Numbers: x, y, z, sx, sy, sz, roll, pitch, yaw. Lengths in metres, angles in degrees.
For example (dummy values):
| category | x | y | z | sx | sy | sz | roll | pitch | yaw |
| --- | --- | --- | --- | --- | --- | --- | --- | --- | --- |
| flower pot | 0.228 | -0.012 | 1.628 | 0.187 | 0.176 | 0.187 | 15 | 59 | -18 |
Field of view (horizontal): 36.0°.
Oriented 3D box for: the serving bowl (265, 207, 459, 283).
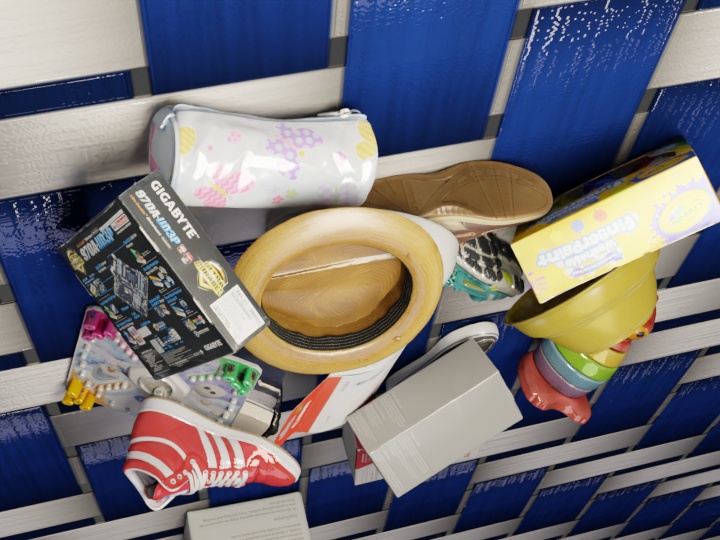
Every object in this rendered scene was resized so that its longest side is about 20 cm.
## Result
| category | x | y | z | sx | sy | sz | roll | pitch | yaw |
| --- | --- | --- | --- | --- | --- | --- | --- | --- | --- |
| serving bowl | 0.000 | 0.000 | 1.134 | 0.200 | 0.066 | 0.200 | 3 | 163 | 1 |

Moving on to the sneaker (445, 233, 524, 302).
| category | x | y | z | sx | sy | sz | roll | pitch | yaw |
| --- | --- | --- | --- | --- | --- | --- | --- | --- | --- |
| sneaker | 0.123 | -0.003 | 1.261 | 0.080 | 0.078 | 0.200 | -19 | 153 | 22 |

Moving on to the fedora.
| category | x | y | z | sx | sy | sz | roll | pitch | yaw |
| --- | --- | --- | --- | --- | --- | --- | --- | --- | --- |
| fedora | -0.027 | 0.005 | 1.009 | 0.200 | 0.082 | 0.201 | -8 | 127 | -11 |

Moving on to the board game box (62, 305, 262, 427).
| category | x | y | z | sx | sy | sz | roll | pitch | yaw |
| --- | --- | --- | --- | --- | --- | --- | --- | --- | --- |
| board game box | -0.232 | 0.132 | 1.262 | 0.200 | 0.026 | 0.200 | 21 | 142 | -8 |

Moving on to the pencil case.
| category | x | y | z | sx | sy | sz | roll | pitch | yaw |
| --- | --- | --- | --- | --- | --- | --- | --- | --- | --- |
| pencil case | -0.084 | -0.098 | 0.969 | 0.200 | 0.083 | 0.091 | -2 | 130 | -26 |

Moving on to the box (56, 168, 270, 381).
| category | x | y | z | sx | sy | sz | roll | pitch | yaw |
| --- | --- | --- | --- | --- | --- | --- | --- | --- | --- |
| box | -0.179 | 0.012 | 0.977 | 0.046 | 0.159 | 0.200 | -40 | -171 | -31 |

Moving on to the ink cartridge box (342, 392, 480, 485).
| category | x | y | z | sx | sy | sz | roll | pitch | yaw |
| --- | --- | --- | --- | --- | --- | --- | --- | --- | --- |
| ink cartridge box | 0.079 | 0.237 | 1.646 | 0.200 | 0.083 | 0.147 | -12 | 150 | -9 |

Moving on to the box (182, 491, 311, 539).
| category | x | y | z | sx | sy | sz | roll | pitch | yaw |
| --- | --- | --- | --- | --- | --- | --- | --- | --- | --- |
| box | -0.190 | 0.500 | 1.874 | 0.199 | 0.171 | 0.200 | -7 | 150 | -17 |

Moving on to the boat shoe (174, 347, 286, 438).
| category | x | y | z | sx | sy | sz | roll | pitch | yaw |
| --- | --- | --- | --- | --- | --- | --- | --- | --- | --- |
| boat shoe | -0.183 | 0.125 | 1.335 | 0.200 | 0.093 | 0.075 | 26 | 142 | -14 |

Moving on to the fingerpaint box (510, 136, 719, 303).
| category | x | y | z | sx | sy | sz | roll | pitch | yaw |
| --- | --- | --- | --- | --- | --- | --- | --- | --- | --- |
| fingerpaint box | 0.264 | -0.058 | 1.155 | 0.200 | 0.073 | 0.167 | -26 | -173 | 17 |

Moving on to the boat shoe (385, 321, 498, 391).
| category | x | y | z | sx | sy | sz | roll | pitch | yaw |
| --- | --- | --- | --- | --- | --- | --- | --- | --- | --- |
| boat shoe | 0.114 | 0.141 | 1.513 | 0.200 | 0.066 | 0.070 | -34 | 147 | 29 |

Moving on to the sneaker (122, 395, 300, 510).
| category | x | y | z | sx | sy | sz | roll | pitch | yaw |
| --- | --- | --- | --- | --- | --- | --- | --- | --- | --- |
| sneaker | -0.170 | 0.229 | 1.248 | 0.200 | 0.113 | 0.071 | 24 | 140 | -10 |

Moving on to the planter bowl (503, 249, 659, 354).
| category | x | y | z | sx | sy | sz | roll | pitch | yaw |
| --- | --- | --- | --- | --- | --- | --- | --- | --- | --- |
| planter bowl | 0.264 | 0.034 | 1.229 | 0.200 | 0.084 | 0.200 | -35 | -176 | 3 |

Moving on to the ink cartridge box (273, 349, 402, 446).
| category | x | y | z | sx | sy | sz | roll | pitch | yaw |
| --- | --- | --- | --- | --- | --- | --- | --- | --- | --- |
| ink cartridge box | -0.028 | 0.161 | 1.386 | 0.200 | 0.057 | 0.163 | -48 | 172 | -37 |

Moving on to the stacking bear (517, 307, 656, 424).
| category | x | y | z | sx | sy | sz | roll | pitch | yaw |
| --- | --- | --- | --- | --- | --- | --- | --- | --- | --- |
| stacking bear | 0.317 | 0.095 | 1.500 | 0.121 | 0.114 | 0.200 | 22 | 124 | -30 |

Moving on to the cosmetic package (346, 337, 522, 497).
| category | x | y | z | sx | sy | sz | roll | pitch | yaw |
| --- | --- | --- | --- | --- | --- | --- | --- | --- | --- |
| cosmetic package | 0.097 | 0.191 | 1.438 | 0.200 | 0.090 | 0.107 | -32 | 128 | -6 |

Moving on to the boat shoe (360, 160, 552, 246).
| category | x | y | z | sx | sy | sz | roll | pitch | yaw |
| --- | --- | --- | --- | --- | --- | --- | --- | --- | --- |
| boat shoe | 0.096 | -0.062 | 1.146 | 0.200 | 0.072 | 0.072 | -8 | 154 | -8 |
